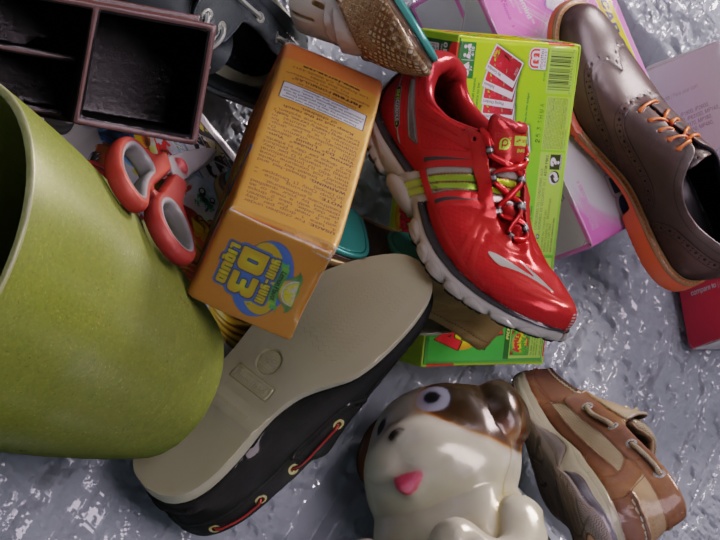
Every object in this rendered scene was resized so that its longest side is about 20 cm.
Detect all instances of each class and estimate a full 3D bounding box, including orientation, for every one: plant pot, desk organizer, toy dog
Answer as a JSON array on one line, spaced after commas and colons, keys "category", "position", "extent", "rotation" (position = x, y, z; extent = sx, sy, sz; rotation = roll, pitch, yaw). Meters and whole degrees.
[{"category": "plant pot", "position": [-0.170, 0.022, 1.490], "extent": [0.200, 0.187, 0.188], "rotation": [31, 58, -43]}, {"category": "desk organizer", "position": [-0.182, -0.118, 1.517], "extent": [0.199, 0.077, 0.072], "rotation": [9, 95, -14]}, {"category": "toy dog", "position": [0.070, 0.162, 1.659], "extent": [0.194, 0.139, 0.201], "rotation": [-17, 87, -52]}]

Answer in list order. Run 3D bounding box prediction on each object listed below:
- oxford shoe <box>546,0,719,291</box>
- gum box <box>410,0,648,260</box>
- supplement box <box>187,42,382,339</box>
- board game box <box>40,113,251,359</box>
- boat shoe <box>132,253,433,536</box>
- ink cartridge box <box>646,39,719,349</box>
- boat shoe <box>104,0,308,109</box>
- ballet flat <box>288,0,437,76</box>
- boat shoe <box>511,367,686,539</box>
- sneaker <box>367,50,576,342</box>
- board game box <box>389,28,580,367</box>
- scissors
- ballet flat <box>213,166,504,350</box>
[{"category": "oxford shoe", "position": [0.186, -0.086, 1.783], "extent": [0.071, 0.072, 0.200], "rotation": [-36, 100, -38]}, {"category": "gum box", "position": [0.124, -0.117, 1.835], "extent": [0.113, 0.066, 0.200], "rotation": [-27, 95, -40]}, {"category": "supplement box", "position": [-0.039, -0.047, 1.563], "extent": [0.069, 0.067, 0.200], "rotation": [23, 31, -7]}, {"category": "board game box", "position": [-0.125, -0.041, 1.627], "extent": [0.200, 0.035, 0.126], "rotation": [51, 50, -16]}, {"category": "boat shoe", "position": [-0.038, 0.068, 1.597], "extent": [0.201, 0.074, 0.063], "rotation": [-41, 144, -7]}, {"category": "ink cartridge box", "position": [0.282, -0.051, 1.934], "extent": [0.147, 0.086, 0.201], "rotation": [-1, 78, -40]}, {"category": "boat shoe", "position": [-0.086, -0.142, 1.627], "extent": [0.200, 0.073, 0.062], "rotation": [30, 26, -57]}, {"category": "ballet flat", "position": [-0.019, -0.172, 1.660], "extent": [0.200, 0.065, 0.071], "rotation": [62, -1, 40]}, {"category": "boat shoe", "position": [0.144, 0.114, 1.713], "extent": [0.072, 0.200, 0.076], "rotation": [-19, 119, -5]}, {"category": "sneaker", "position": [0.069, -0.047, 1.611], "extent": [0.077, 0.085, 0.200], "rotation": [9, 41, -49]}, {"category": "board game box", "position": [0.072, -0.044, 1.733], "extent": [0.101, 0.048, 0.201], "rotation": [1, 99, -39]}, {"category": "scissors", "position": [-0.105, -0.060, 1.544], "extent": [0.073, 0.014, 0.200], "rotation": [53, 16, -15]}, {"category": "ballet flat", "position": [0.000, 0.000, 1.648], "extent": [0.199, 0.063, 0.069], "rotation": [19, 28, -13]}]
